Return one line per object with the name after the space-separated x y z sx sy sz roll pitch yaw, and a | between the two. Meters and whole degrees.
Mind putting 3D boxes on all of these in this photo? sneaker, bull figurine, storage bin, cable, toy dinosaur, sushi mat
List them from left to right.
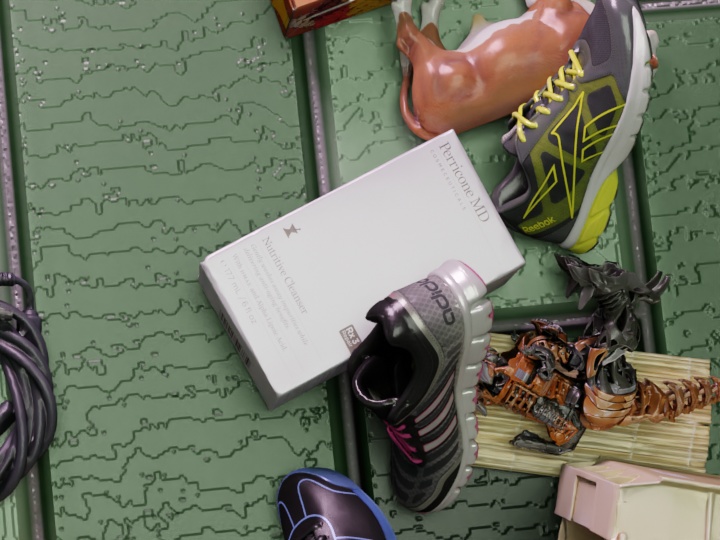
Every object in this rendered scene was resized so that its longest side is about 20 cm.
-0.308 0.084 1.712 0.199 0.051 0.164 -6 87 -11 | cable
-0.012 0.208 1.673 0.070 0.078 0.200 -50 55 23 | sneaker
0.030 0.085 1.691 0.087 0.201 0.074 -15 43 -26 | sneaker
0.116 -0.161 1.791 0.199 0.065 0.122 -19 81 -12 | bull figurine
0.144 -0.102 1.737 0.084 0.075 0.201 7 116 -11 | sneaker
0.150 0.099 1.782 0.199 0.012 0.096 8 79 -7 | sushi mat
0.161 0.062 1.752 0.199 0.102 0.137 6 95 -25 | toy dinosaur
0.240 0.186 1.679 0.197 0.200 0.094 9 89 -6 | storage bin

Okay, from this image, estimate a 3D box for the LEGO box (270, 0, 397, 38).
-0.016 -0.287 1.784 0.148 0.077 0.201 -19 84 -10 | LEGO box

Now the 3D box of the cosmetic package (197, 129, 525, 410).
0.000 0.000 1.742 0.199 0.081 0.113 -30 85 -10 | cosmetic package
